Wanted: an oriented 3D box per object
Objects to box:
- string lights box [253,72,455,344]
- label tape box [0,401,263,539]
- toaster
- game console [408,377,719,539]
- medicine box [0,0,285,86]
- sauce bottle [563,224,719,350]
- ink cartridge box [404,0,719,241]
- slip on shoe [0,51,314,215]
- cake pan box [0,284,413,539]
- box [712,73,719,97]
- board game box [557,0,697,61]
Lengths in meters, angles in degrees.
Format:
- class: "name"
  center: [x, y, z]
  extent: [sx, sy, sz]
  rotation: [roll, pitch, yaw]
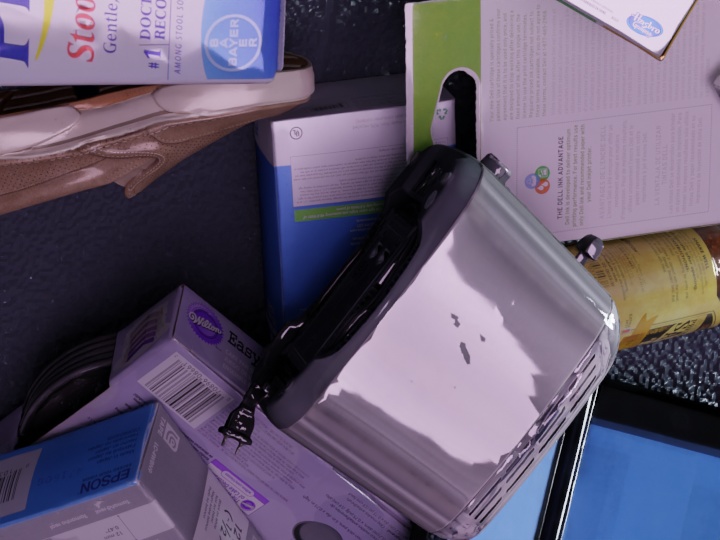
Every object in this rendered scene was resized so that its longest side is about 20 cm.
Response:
- class: "string lights box"
  center: [0.000, 0.000, 1.574]
  extent: [0.102, 0.059, 0.201]
  rotation: [-7, 112, -12]
- class: "label tape box"
  center: [-0.121, 0.176, 1.537]
  extent: [0.143, 0.066, 0.200]
  rotation: [-19, 123, 23]
- class: "toaster"
  center: [0.037, 0.045, 1.459]
  extent: [0.129, 0.114, 0.200]
  rotation: [38, 90, -13]
- class: "game console"
  center: [0.125, 0.131, 1.570]
  extent: [0.176, 0.116, 0.201]
  rotation: [47, 50, -46]
- class: "medicine box"
  center: [-0.142, -0.192, 1.440]
  extent: [0.199, 0.103, 0.183]
  rotation: [-2, 110, -15]
- class: "sauce bottle"
  center: [0.172, 0.005, 1.592]
  extent: [0.199, 0.066, 0.066]
  rotation: [-11, 114, -32]
- class: "ink cartridge box"
  center: [0.107, -0.095, 1.548]
  extent: [0.199, 0.076, 0.149]
  rotation: [-8, 112, -18]
- class: "slip on shoe"
  center: [-0.120, -0.070, 1.504]
  extent: [0.199, 0.076, 0.061]
  rotation: [-12, 108, -5]
- class: "cake pan box"
  center: [-0.094, 0.118, 1.560]
  extent: [0.200, 0.052, 0.184]
  rotation: [38, 122, -23]
- class: "box"
  center: [0.301, -0.124, 1.543]
  extent: [0.200, 0.101, 0.113]
  rotation: [-49, 129, -15]
- class: "board game box"
  center: [0.134, -0.226, 1.407]
  extent: [0.153, 0.040, 0.201]
  rotation: [29, 104, -13]
